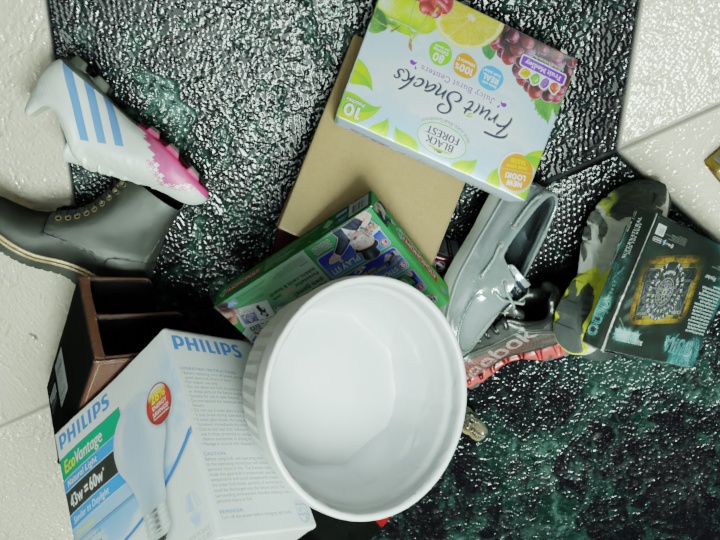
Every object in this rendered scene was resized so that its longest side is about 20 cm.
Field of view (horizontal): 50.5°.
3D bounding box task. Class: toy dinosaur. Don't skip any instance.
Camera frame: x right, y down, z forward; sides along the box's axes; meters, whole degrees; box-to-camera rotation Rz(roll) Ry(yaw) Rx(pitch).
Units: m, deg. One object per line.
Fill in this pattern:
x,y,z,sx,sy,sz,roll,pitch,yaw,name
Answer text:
0.051,0.191,0.919,0.194,0.048,0.090,8,111,3,toy dinosaur

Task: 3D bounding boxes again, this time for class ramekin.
-0.012,0.108,0.681,0.196,0.104,0.206,2,87,-27,ramekin

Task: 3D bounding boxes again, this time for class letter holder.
-0.249,0.109,0.836,0.139,0.102,0.201,-1,141,-34,letter holder

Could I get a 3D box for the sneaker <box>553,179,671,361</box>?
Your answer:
0.267,0.001,0.802,0.084,0.074,0.203,33,85,-48,sneaker

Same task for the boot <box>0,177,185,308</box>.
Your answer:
-0.294,-0.066,0.804,0.197,0.078,0.140,27,108,-24,boot

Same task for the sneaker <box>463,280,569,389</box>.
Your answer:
0.142,0.068,0.835,0.196,0.072,0.099,-20,132,8,sneaker

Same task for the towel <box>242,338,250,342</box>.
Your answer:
-0.089,0.124,0.869,0.146,0.030,0.199,38,120,-24,towel

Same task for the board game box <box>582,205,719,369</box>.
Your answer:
0.307,0.024,0.769,0.197,0.028,0.138,13,100,-42,board game box

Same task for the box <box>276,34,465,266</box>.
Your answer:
0.027,-0.105,0.759,0.160,0.021,0.204,22,91,-9,box

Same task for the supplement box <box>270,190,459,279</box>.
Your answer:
0.000,0.000,0.825,0.195,0.061,0.111,16,114,-4,supplement box

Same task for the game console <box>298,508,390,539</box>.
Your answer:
-0.009,0.240,0.823,0.177,0.031,0.201,-47,145,-13,game console

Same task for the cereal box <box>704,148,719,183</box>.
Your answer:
0.472,-0.085,0.784,0.143,0.040,0.200,-41,107,18,cereal box

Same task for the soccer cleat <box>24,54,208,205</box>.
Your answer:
-0.245,-0.121,0.768,0.199,0.070,0.087,43,87,-8,soccer cleat

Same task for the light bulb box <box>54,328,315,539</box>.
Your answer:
-0.175,0.199,0.733,0.197,0.203,0.124,-40,148,24,light bulb box

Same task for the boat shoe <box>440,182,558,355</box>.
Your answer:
0.138,0.001,0.770,0.070,0.071,0.204,31,83,-45,boat shoe

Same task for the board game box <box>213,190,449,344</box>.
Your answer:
-0.029,0.026,0.756,0.198,0.029,0.135,-30,120,23,board game box

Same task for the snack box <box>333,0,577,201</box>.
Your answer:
0.088,-0.170,0.726,0.196,0.053,0.145,22,92,-8,snack box
